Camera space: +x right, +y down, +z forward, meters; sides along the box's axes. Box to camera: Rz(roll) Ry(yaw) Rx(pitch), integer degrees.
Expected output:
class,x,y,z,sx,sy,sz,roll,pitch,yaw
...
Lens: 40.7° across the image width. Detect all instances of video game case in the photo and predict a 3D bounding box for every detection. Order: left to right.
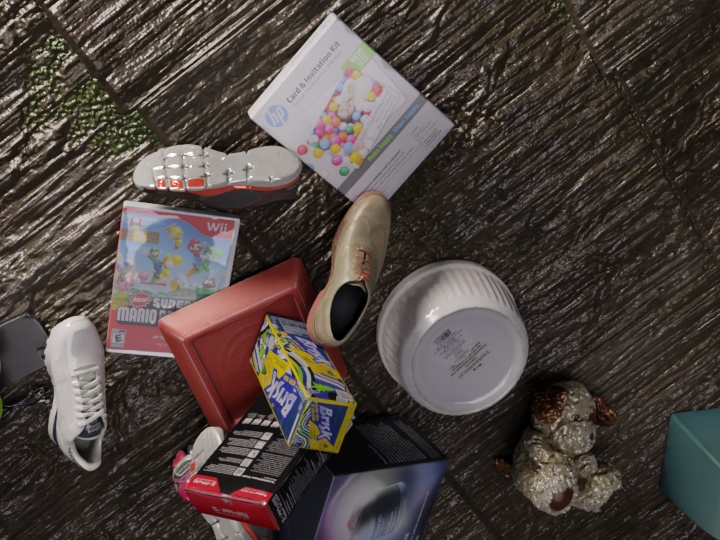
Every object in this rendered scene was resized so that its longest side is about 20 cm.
class,x,y,z,sx,sy,sz,roll,pitch,yaw
video game case,-0.237,0.017,1.217,0.142,0.017,0.201,6,111,-15

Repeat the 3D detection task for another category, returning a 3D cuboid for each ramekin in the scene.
class,x,y,z,sx,sy,sz,roll,pitch,yaw
ramekin,0.127,0.097,1.288,0.199,0.105,0.201,-5,114,-11

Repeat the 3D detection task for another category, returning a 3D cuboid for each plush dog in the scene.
class,x,y,z,sx,sy,sz,roll,pitch,yaw
plush dog,0.283,0.241,1.388,0.200,0.160,0.172,14,96,-47

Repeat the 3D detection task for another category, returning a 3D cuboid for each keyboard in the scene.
class,x,y,z,sx,sy,sz,roll,pitch,yaw
keyboard,-0.468,0.140,1.217,0.199,0.021,0.127,-26,110,0

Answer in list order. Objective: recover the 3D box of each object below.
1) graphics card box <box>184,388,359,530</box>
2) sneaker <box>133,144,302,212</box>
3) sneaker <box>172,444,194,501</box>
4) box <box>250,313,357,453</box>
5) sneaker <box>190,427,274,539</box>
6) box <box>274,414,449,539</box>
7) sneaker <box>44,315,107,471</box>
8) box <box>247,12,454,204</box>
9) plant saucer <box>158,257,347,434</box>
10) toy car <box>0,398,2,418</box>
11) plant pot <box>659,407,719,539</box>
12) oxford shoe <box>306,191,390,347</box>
class,x,y,z,sx,sy,sz,roll,pitch,yaw
graphics card box,-0.103,0.216,1.170,0.125,0.200,0.051,1,126,33
sneaker,-0.168,-0.096,1.155,0.199,0.077,0.082,1,140,1
sneaker,-0.153,0.280,1.319,0.199,0.075,0.081,-6,114,-11
box,-0.072,0.131,1.152,0.064,0.200,0.070,13,109,-24
sneaker,-0.155,0.296,1.246,0.077,0.082,0.201,-24,79,38
box,-0.013,0.316,1.306,0.198,0.123,0.201,0,115,-37
sneaker,-0.344,0.151,1.206,0.076,0.080,0.201,-12,121,-31
box,-0.009,-0.184,1.170,0.200,0.041,0.156,39,100,-23
plant saucer,-0.131,0.109,1.258,0.199,0.037,0.200,-25,119,-7
toy car,-0.523,0.158,1.123,0.199,0.150,0.176,19,103,-15
plant pot,0.559,0.316,1.429,0.141,0.200,0.142,-4,114,-10
oxford shoe,0.000,0.000,1.165,0.070,0.075,0.201,19,84,-20
